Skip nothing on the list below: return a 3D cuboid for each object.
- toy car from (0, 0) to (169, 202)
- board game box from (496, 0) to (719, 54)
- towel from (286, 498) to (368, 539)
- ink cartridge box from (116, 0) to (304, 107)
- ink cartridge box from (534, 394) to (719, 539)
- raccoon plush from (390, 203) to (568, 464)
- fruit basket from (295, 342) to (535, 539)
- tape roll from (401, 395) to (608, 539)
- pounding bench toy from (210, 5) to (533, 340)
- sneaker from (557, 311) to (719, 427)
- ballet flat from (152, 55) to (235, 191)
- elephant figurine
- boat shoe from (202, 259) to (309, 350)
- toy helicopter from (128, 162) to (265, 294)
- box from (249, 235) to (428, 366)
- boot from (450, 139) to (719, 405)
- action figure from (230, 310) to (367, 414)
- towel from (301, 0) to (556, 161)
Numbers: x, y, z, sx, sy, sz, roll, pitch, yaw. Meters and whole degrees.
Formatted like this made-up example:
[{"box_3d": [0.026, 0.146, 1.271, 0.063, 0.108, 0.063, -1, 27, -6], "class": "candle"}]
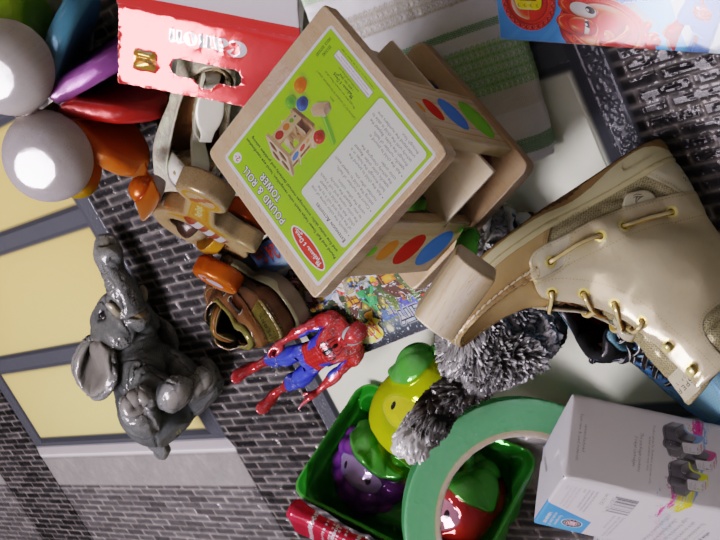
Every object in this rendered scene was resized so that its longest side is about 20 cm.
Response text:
[{"box_3d": [-0.254, -0.170, 0.977, 0.148, 0.176, 0.202, -14, 114, 13], "class": "toy car"}, {"box_3d": [0.168, -0.232, 0.621, 0.194, 0.056, 0.202, 12, 127, 34], "class": "board game box"}, {"box_3d": [0.022, 0.267, 0.995, 0.198, 0.023, 0.145, 24, 164, 7], "class": "towel"}, {"box_3d": [-0.122, -0.219, 0.831, 0.159, 0.050, 0.202, 12, 120, 5], "class": "ink cartridge box"}, {"box_3d": [0.239, 0.163, 0.798, 0.197, 0.069, 0.116, 12, 152, 3], "class": "ink cartridge box"}, {"box_3d": [0.074, 0.036, 0.816, 0.134, 0.200, 0.096, 51, 154, -24], "class": "raccoon plush"}, {"box_3d": [0.051, 0.171, 0.976, 0.214, 0.156, 0.217, 28, 152, 16], "class": "fruit basket"}, {"box_3d": [0.133, 0.207, 0.886, 0.200, 0.200, 0.048, 45, 176, 3], "class": "tape roll"}, {"box_3d": [0.036, -0.044, 0.694, 0.124, 0.155, 0.201, -47, 68, 23], "class": "pounding bench toy"}, {"box_3d": [0.198, 0.052, 0.784, 0.200, 0.090, 0.079, 41, 139, 5], "class": "sneaker"}, {"box_3d": [-0.150, -0.123, 0.965, 0.201, 0.067, 0.063, 105, 154, -44], "class": "ballet flat"}, {"box_3d": [-0.254, 0.088, 1.201, 0.200, 0.155, 0.141, 48, -176, 17], "class": "elephant figurine"}, {"box_3d": [-0.122, 0.036, 1.030, 0.072, 0.068, 0.199, 57, 159, -12], "class": "boat shoe"}, {"box_3d": [-0.142, -0.055, 0.908, 0.131, 0.080, 0.200, 28, 166, -4], "class": "toy helicopter"}, {"box_3d": [0.000, 0.000, 0.958, 0.199, 0.038, 0.137, -26, 101, 48], "class": "box"}, {"box_3d": [0.164, 0.029, 0.711, 0.156, 0.199, 0.073, 55, 176, 14], "class": "boot"}, {"box_3d": [-0.053, 0.086, 1.008, 0.066, 0.052, 0.199, 54, 137, -2], "class": "action figure"}, {"box_3d": [0.046, -0.159, 0.774, 0.147, 0.031, 0.202, -15, 110, 16], "class": "towel"}]
